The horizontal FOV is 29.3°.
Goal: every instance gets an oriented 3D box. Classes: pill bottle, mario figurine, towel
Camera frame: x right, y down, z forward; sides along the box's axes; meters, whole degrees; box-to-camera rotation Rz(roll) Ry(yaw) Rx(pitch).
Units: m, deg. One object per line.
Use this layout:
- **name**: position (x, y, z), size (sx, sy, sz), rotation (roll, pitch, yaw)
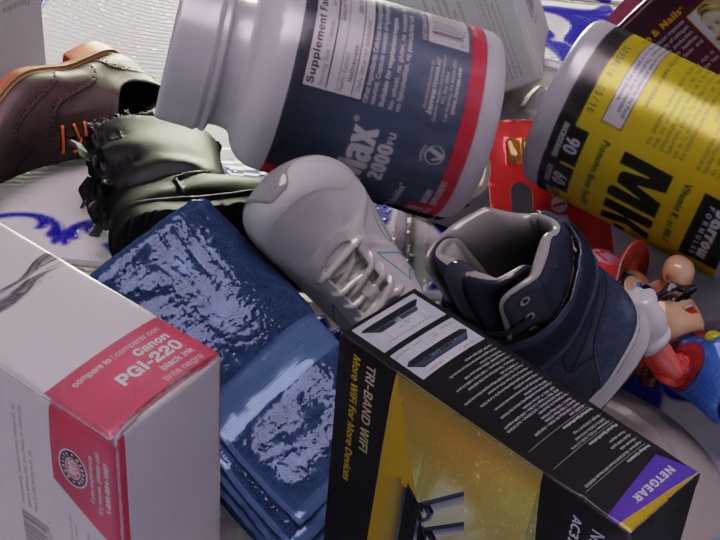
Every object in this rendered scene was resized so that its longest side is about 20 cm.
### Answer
- **pill bottle**: position (-0.021, -0.112, 0.848), size (0.197, 0.121, 0.120), rotation (13, 35, -10)
- **mario figurine**: position (0.213, 0.042, 0.826), size (0.199, 0.124, 0.106), rotation (37, 73, 23)
- **towel**: position (-0.063, 0.057, 0.758), size (0.111, 0.049, 0.200), rotation (-39, 78, -24)
- **pill bottle**: position (0.211, -0.064, 0.863), size (0.198, 0.115, 0.114), rotation (29, 41, 15)

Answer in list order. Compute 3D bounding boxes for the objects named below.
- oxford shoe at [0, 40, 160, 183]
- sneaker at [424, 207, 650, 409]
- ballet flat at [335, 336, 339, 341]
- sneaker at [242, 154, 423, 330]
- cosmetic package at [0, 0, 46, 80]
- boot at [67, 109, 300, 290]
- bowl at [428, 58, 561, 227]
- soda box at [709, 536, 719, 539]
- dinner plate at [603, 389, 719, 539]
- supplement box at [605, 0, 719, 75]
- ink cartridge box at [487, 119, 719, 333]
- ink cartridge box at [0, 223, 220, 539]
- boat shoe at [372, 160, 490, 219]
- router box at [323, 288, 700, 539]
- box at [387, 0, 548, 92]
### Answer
- **oxford shoe**: position (-0.221, -0.115, 1.035), size (0.072, 0.072, 0.200), rotation (23, 39, 15)
- **sneaker**: position (0.060, 0.064, 0.709), size (0.076, 0.146, 0.204), rotation (24, 75, 40)
- **ballet flat**: position (-0.084, 0.053, 0.825), size (0.197, 0.074, 0.074), rotation (10, 36, -4)
- **sneaker**: position (0.000, 0.000, 0.822), size (0.070, 0.200, 0.080), rotation (-42, 54, 3)
- **cosmetic package**: position (-0.365, -0.246, 1.080), size (0.163, 0.202, 0.165), rotation (26, 41, 26)
- **boot**: position (-0.101, -0.054, 0.970), size (0.195, 0.074, 0.163), rotation (-2, 28, -19)
- **bowl**: position (0.145, -0.096, 1.051), size (0.197, 0.076, 0.200), rotation (20, 37, 18)
- **soda box**: position (0.199, 0.177, 0.697), size (0.197, 0.064, 0.069), rotation (-10, 39, -21)
- **dinner plate**: position (0.119, 0.118, 0.801), size (0.197, 0.025, 0.201), rotation (4, 37, -3)
- **supplement box**: position (0.284, -0.144, 1.026), size (0.200, 0.110, 0.086), rotation (42, 38, -8)
- **ink cartridge box**: position (0.189, -0.038, 0.931), size (0.197, 0.050, 0.163), rotation (1, 70, -12)
- **ink cartridge box**: position (-0.170, 0.073, 0.720), size (0.198, 0.147, 0.085), rotation (26, 42, 25)
- **boat shoe**: position (-0.011, -0.087, 0.945), size (0.197, 0.066, 0.075), rotation (17, 64, -9)
- **router box**: position (0.055, 0.133, 0.622), size (0.156, 0.202, 0.052), rotation (32, 43, 33)
- **box**: position (0.034, -0.177, 1.046), size (0.197, 0.099, 0.125), rotation (-16, 23, 18)
